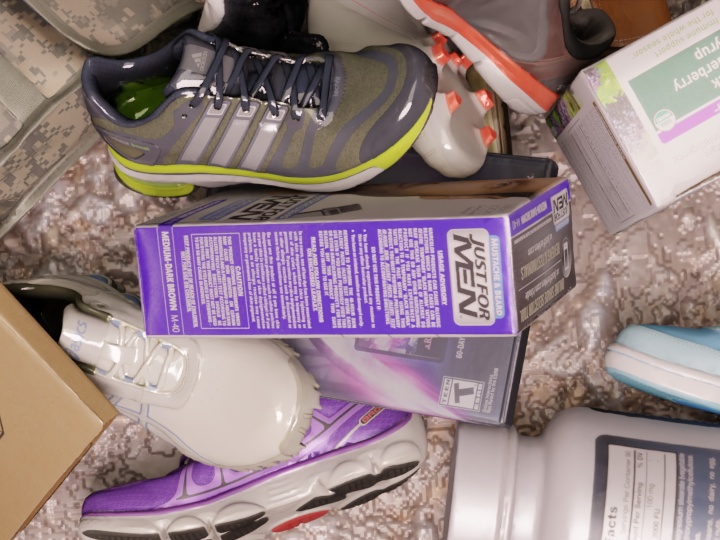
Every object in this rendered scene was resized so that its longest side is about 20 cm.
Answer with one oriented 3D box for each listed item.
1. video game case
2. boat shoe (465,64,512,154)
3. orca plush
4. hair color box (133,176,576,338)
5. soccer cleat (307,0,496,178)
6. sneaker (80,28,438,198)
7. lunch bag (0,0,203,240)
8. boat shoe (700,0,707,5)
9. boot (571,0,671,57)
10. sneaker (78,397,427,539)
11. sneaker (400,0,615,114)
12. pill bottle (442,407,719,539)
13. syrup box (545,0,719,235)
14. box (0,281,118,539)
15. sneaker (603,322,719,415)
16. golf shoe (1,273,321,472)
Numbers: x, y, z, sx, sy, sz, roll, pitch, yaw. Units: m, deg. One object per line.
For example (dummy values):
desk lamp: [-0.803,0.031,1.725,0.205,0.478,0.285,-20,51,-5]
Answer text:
video game case: [0.000,0.000,1.053,0.199,0.019,0.144,8,81,23]
boat shoe: [0.054,-0.018,1.084,0.067,0.072,0.202,-5,79,8]
orca plush: [-0.036,-0.144,1.036,0.071,0.105,0.201,34,126,14]
hair color box: [-0.001,-0.007,0.978,0.199,0.109,0.065,0,102,21]
soccer cleat: [0.016,-0.113,1.058,0.077,0.069,0.201,-34,47,16]
sneaker: [-0.056,-0.085,0.985,0.199,0.081,0.074,-8,60,23]
lunch bag: [-0.207,-0.134,1.070,0.164,0.118,0.200,41,80,7]
boat shoe: [0.224,-0.151,1.063,0.199,0.071,0.064,32,98,-22]
boot: [0.150,-0.204,1.094,0.199,0.074,0.156,-23,86,10]
sneaker: [-0.064,0.107,1.083,0.199,0.081,0.084,-18,69,-8]
sneaker: [0.064,-0.163,1.002,0.082,0.200,0.077,-34,48,18]
pill bottle: [0.146,0.136,1.045,0.198,0.120,0.121,7,86,2]
syrup box: [0.157,-0.076,1.018,0.078,0.200,0.082,-29,86,-1]
box: [-0.230,0.042,1.046,0.200,0.164,0.021,47,49,4]
sneaker: [0.239,0.022,1.074,0.199,0.080,0.132,11,88,-8]
golf shoe: [-0.117,0.052,1.024,0.199,0.097,0.079,17,89,34]
